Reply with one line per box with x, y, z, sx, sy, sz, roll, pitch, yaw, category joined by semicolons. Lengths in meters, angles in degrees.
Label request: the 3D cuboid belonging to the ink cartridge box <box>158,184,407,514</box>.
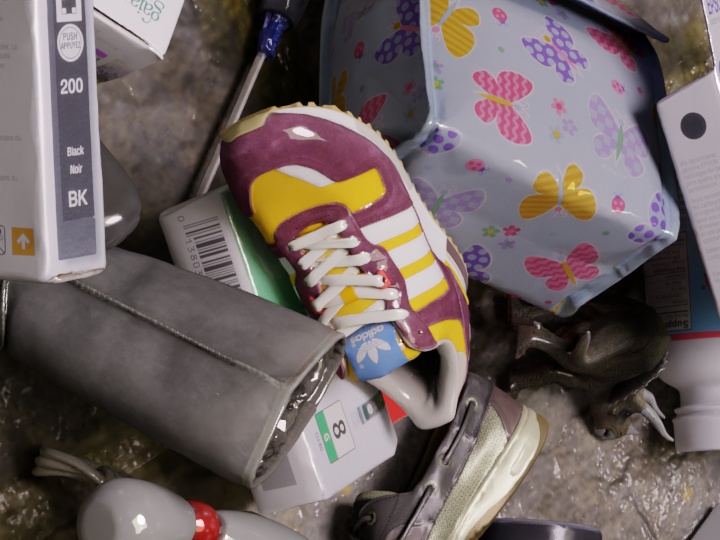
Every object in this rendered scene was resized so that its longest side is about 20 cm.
-0.012;0.018;1.172;0.200;0.050;0.161;-27;100;-56;ink cartridge box

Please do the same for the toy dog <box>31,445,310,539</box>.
-0.074;0.162;1.095;0.200;0.132;0.097;22;83;-33;toy dog

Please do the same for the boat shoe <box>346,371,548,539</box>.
0.024;0.142;1.218;0.066;0.072;0.201;39;70;-3;boat shoe

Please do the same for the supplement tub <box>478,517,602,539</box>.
0.092;0.239;1.232;0.107;0.107;0.201;13;76;-38;supplement tub

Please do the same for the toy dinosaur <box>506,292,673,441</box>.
0.136;0.039;1.280;0.102;0.200;0.077;-1;70;0;toy dinosaur

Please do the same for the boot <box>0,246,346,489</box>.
-0.131;0.047;1.030;0.200;0.073;0.182;34;59;8;boot

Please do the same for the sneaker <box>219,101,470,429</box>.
0.000;0.000;1.080;0.200;0.075;0.090;43;34;-45;sneaker

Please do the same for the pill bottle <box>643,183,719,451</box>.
0.228;0.009;1.376;0.109;0.109;0.201;1;83;-40;pill bottle

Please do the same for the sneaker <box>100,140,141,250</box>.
-0.179;-0.085;1.018;0.200;0.091;0.076;39;48;0;sneaker

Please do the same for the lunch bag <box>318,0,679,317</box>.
0.072;-0.103;1.188;0.169;0.127;0.201;23;48;-27;lunch bag

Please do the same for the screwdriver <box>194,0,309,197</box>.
-0.055;-0.100;1.204;0.029;0.028;0.201;19;66;-7;screwdriver

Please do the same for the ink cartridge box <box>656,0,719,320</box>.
0.212;-0.063;1.222;0.198;0.043;0.201;-26;102;-68;ink cartridge box

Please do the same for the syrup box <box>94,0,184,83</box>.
-0.119;-0.201;1.132;0.079;0.081;0.201;31;66;-31;syrup box

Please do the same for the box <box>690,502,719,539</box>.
0.258;0.275;1.350;0.199;0.131;0.200;-47;114;-34;box

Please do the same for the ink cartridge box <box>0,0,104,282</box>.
-0.199;-0.101;0.947;0.043;0.198;0.201;-16;107;-56;ink cartridge box
